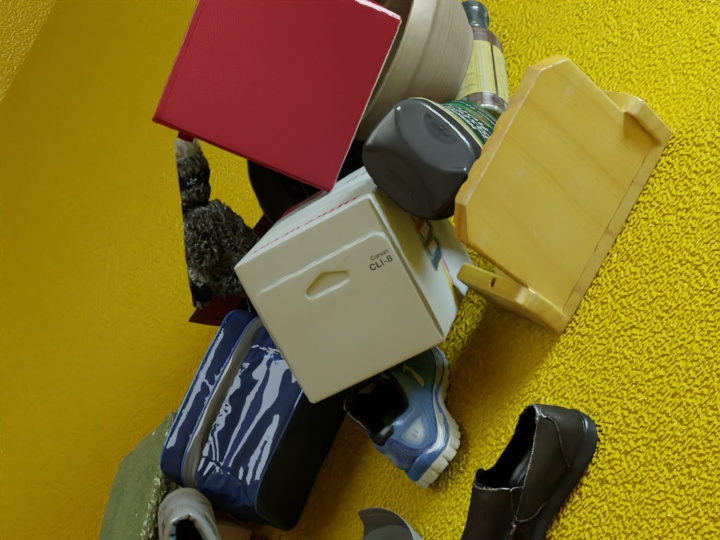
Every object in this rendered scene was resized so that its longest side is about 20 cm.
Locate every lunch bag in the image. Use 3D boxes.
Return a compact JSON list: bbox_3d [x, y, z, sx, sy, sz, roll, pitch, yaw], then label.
[{"bbox_3d":[-0.107,0.149,1.536,0.131,0.136,0.202,20,75,23],"label":"lunch bag"}]

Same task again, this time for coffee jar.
[{"bbox_3d":[0.075,-0.099,1.396,0.086,0.104,0.200,-51,-11,16],"label":"coffee jar"}]

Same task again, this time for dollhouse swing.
[{"bbox_3d":[0.137,-0.081,1.365,0.202,0.175,0.181,-60,27,-3],"label":"dollhouse swing"}]

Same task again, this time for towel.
[{"bbox_3d":[-0.220,0.245,1.589,0.148,0.036,0.202,-46,27,43],"label":"towel"}]

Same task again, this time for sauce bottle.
[{"bbox_3d":[0.121,-0.208,1.648,0.065,0.064,0.201,-40,30,31],"label":"sauce bottle"}]

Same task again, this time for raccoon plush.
[{"bbox_3d":[-0.115,-0.042,1.627,0.097,0.132,0.203,-105,9,-75],"label":"raccoon plush"}]

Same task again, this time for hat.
[{"bbox_3d":[-0.049,-0.083,1.660,0.081,0.199,0.203,-32,36,49],"label":"hat"}]

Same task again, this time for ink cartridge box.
[{"bbox_3d":[0.000,0.000,1.437,0.144,0.146,0.200,-27,9,19],"label":"ink cartridge box"}]

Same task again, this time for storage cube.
[{"bbox_3d":[-0.080,-0.196,1.497,0.171,0.178,0.202,-110,41,-78],"label":"storage cube"}]

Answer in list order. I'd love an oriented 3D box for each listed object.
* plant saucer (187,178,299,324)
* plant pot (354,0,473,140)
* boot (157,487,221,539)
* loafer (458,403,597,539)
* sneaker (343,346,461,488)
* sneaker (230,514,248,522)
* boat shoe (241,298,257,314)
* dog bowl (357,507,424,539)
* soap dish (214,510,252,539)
[{"bbox_3d":[-0.115,-0.013,1.790,0.201,0.037,0.200,-55,-1,-3],"label":"plant saucer"},{"bbox_3d":[0.051,-0.218,1.607,0.201,0.092,0.202,-54,24,37],"label":"plant pot"},{"bbox_3d":[-0.146,0.304,1.440,0.073,0.203,0.096,-15,7,-4],"label":"boot"},{"bbox_3d":[0.107,0.188,1.250,0.202,0.071,0.073,-61,27,-5],"label":"loafer"},{"bbox_3d":[0.032,0.107,1.441,0.079,0.089,0.201,-49,24,16],"label":"sneaker"},{"bbox_3d":[-0.120,0.166,1.660,0.116,0.075,0.200,-48,29,12],"label":"sneaker"},{"bbox_3d":[-0.086,0.071,1.685,0.069,0.084,0.200,-52,23,-9],"label":"boat shoe"},{"bbox_3d":[0.002,0.302,1.327,0.200,0.058,0.202,-40,33,32],"label":"dog bowl"},{"bbox_3d":[-0.199,0.329,1.612,0.157,0.081,0.202,13,75,62],"label":"soap dish"}]
